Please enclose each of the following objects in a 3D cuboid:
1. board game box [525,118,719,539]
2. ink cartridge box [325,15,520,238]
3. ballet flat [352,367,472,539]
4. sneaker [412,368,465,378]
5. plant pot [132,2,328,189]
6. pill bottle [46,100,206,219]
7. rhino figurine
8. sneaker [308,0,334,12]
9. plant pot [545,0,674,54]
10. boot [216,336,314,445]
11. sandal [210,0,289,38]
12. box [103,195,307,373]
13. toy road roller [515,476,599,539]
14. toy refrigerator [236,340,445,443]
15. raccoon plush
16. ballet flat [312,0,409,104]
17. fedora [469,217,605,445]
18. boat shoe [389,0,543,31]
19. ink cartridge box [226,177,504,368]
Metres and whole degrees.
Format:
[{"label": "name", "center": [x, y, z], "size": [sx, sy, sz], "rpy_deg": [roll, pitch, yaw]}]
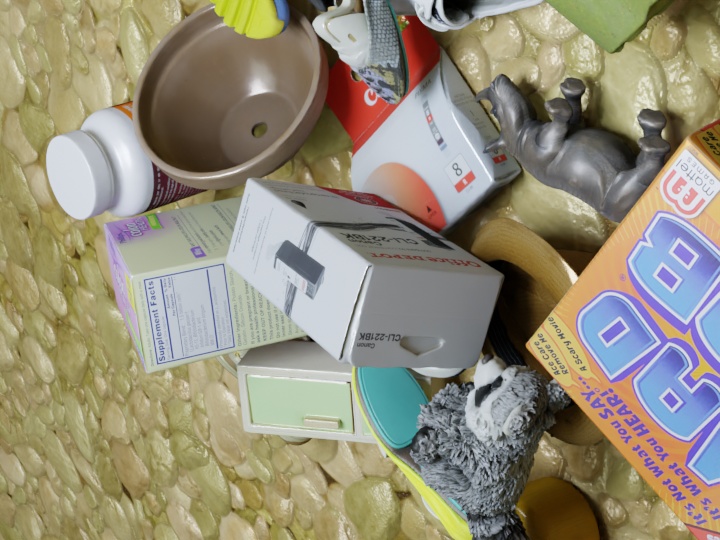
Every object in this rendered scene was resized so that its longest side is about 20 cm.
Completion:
[{"label": "board game box", "center": [0.273, 0.027, 0.726], "size": [0.200, 0.199, 0.201], "rpy_deg": [48, 136, 18]}, {"label": "ink cartridge box", "center": [0.036, -0.125, 1.020], "size": [0.201, 0.050, 0.162], "rpy_deg": [56, 138, 7]}, {"label": "ballet flat", "center": [0.052, 0.166, 1.022], "size": [0.201, 0.066, 0.067], "rpy_deg": [51, 149, 22]}, {"label": "sneaker", "center": [0.060, 0.057, 1.035], "size": [0.084, 0.075, 0.200], "rpy_deg": [42, 177, -31]}, {"label": "plant pot", "center": [-0.115, -0.158, 1.098], "size": [0.200, 0.202, 0.093], "rpy_deg": [35, 171, 30]}, {"label": "pill bottle", "center": [-0.220, -0.123, 1.176], "size": [0.112, 0.199, 0.115], "rpy_deg": [21, 123, 38]}, {"label": "rhino figurine", "center": [0.161, -0.100, 0.889], "size": [0.199, 0.059, 0.088], "rpy_deg": [32, 139, 37]}, {"label": "sneaker", "center": [-0.001, -0.299, 0.972], "size": [0.091, 0.076, 0.199], "rpy_deg": [55, 146, -2]}, {"label": "plant pot", "center": [0.153, -0.256, 0.754], "size": [0.190, 0.200, 0.200], "rpy_deg": [48, 137, 0]}, {"label": "boot", "center": [-0.087, 0.076, 1.224], "size": [0.201, 0.072, 0.156], "rpy_deg": [54, 138, 11]}, {"label": "sandal", "center": [-0.118, -0.310, 1.064], "size": [0.079, 0.086, 0.202], "rpy_deg": [-40, 76, 47]}, {"label": "box", "center": [-0.136, 0.003, 1.104], "size": [0.176, 0.197, 0.098], "rpy_deg": [-139, 40, -62]}, {"label": "toy road roller", "center": [0.184, 0.273, 0.998], "size": [0.198, 0.122, 0.149], "rpy_deg": [10, 104, 44]}, {"label": "toy refrigerator", "center": [-0.019, 0.121, 1.112], "size": [0.197, 0.070, 0.077], "rpy_deg": [3, 112, 15]}, {"label": "raccoon plush", "center": [0.134, 0.156, 0.897], "size": [0.133, 0.097, 0.201], "rpy_deg": [-13, 120, 50]}, {"label": "ballet flat", "center": [-0.012, -0.227, 0.912], "size": [0.071, 0.072, 0.203], "rpy_deg": [10, 121, 43]}, {"label": "fedora", "center": [0.165, 0.040, 0.918], "size": [0.201, 0.081, 0.203], "rpy_deg": [46, 147, 42]}, {"label": "boat shoe", "center": [0.069, -0.228, 0.904], "size": [0.198, 0.073, 0.066], "rpy_deg": [-5, 68, 48]}, {"label": "ink cartridge box", "center": [0.000, 0.000, 0.933], "size": [0.200, 0.143, 0.085], "rpy_deg": [37, 115, 49]}]
